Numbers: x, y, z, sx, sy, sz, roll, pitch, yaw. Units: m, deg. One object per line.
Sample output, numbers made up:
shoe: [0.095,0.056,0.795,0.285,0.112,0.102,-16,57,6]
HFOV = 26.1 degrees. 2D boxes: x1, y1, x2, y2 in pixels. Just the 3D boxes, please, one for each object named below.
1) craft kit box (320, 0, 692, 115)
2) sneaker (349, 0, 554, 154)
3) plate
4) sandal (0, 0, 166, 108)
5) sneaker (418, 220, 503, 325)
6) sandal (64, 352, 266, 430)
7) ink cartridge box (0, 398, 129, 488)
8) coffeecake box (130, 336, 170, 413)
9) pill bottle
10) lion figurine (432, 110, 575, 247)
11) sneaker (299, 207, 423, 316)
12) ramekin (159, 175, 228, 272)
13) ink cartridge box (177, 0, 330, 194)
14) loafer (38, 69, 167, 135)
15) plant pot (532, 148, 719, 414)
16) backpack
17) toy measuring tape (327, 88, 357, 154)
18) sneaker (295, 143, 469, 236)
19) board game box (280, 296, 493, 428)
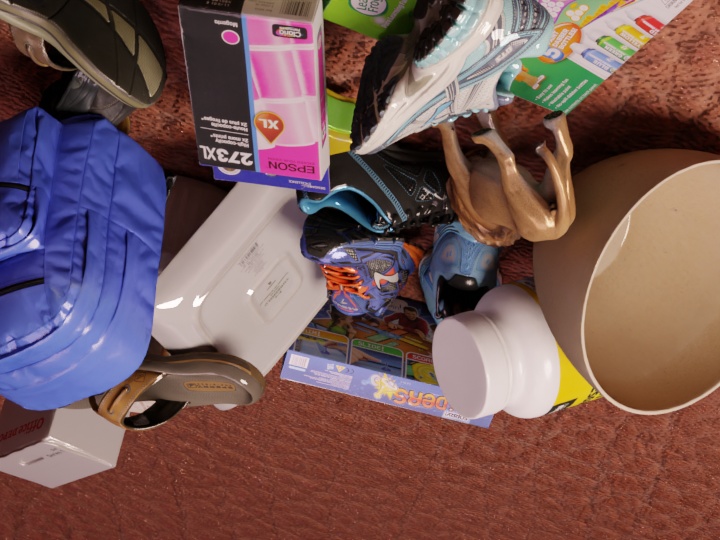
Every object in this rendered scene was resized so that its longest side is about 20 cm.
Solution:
craft kit box: [0.099,-0.193,1.001,0.196,0.049,0.200,22,152,-14]
sneaker: [0.057,-0.122,1.027,0.086,0.078,0.200,17,154,-19]
plate: [-0.082,0.009,1.308,0.032,0.200,0.200,32,166,32]
sandal: [-0.226,-0.185,1.110,0.200,0.080,0.057,32,144,-18]
sneaker: [0.084,0.021,1.372,0.078,0.091,0.200,8,155,6]
sandal: [-0.175,0.106,1.287,0.198,0.055,0.082,0,151,15]
ink cartridge box: [-0.288,0.107,1.565,0.084,0.202,0.146,27,150,-29]
coffeecake box: [-0.266,0.057,1.367,0.198,0.074,0.154,6,152,10]
pill bottle: [0.165,0.058,1.295,0.198,0.113,0.112,-14,164,-26]
lion figurine: [0.111,-0.058,1.125,0.072,0.200,0.123,-22,108,-6]
sneaker: [0.000,0.000,1.300,0.075,0.079,0.200,20,180,22]
ramekin: [-0.173,-0.003,1.412,0.198,0.106,0.201,10,153,5]
ink cartridge box: [-0.072,-0.118,1.104,0.094,0.037,0.201,8,143,8]
loafer: [-0.219,-0.119,1.242,0.072,0.073,0.200,18,154,-21]
plant pot: [0.208,-0.009,1.188,0.200,0.201,0.134,34,180,-39]
backpack: [-0.249,-0.004,1.175,0.161,0.202,0.167,-21,146,29]
toy measuring tape: [-0.024,-0.122,1.160,0.199,0.074,0.073,-10,147,37]
sneaker: [0.040,-0.058,1.244,0.198,0.083,0.073,15,151,-10]
board game box: [0.029,0.072,1.452,0.198,0.136,0.035,14,121,-5]
